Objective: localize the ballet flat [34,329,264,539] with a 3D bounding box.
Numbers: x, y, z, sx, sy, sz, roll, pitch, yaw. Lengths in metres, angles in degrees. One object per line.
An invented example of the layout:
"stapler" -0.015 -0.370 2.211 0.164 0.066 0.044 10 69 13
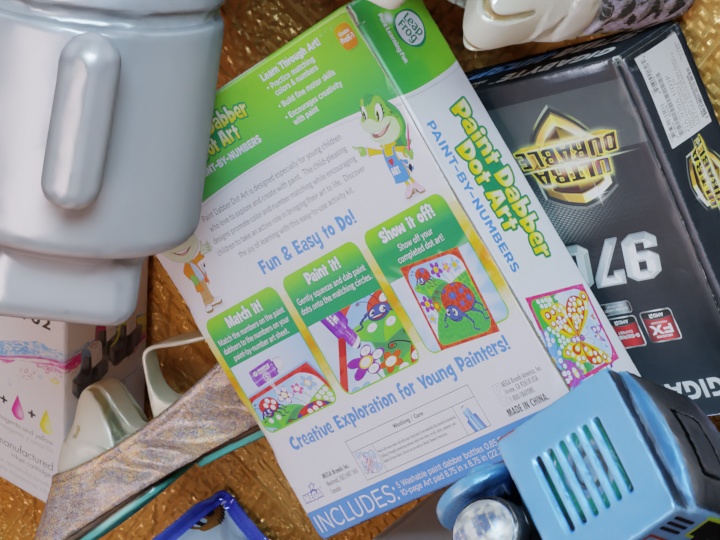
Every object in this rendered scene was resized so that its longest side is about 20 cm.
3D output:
"ballet flat" -0.096 0.072 1.445 0.200 0.068 0.067 -32 90 25

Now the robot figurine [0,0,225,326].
"robot figurine" -0.116 -0.080 1.241 0.170 0.113 0.200 -120 37 -71

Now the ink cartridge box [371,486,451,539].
"ink cartridge box" 0.025 0.238 1.399 0.145 0.145 0.200 37 136 18

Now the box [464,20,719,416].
"box" 0.079 -0.009 1.267 0.200 0.046 0.159 -11 107 46

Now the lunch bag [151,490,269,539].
"lunch bag" -0.117 0.236 1.487 0.124 0.200 0.170 41 135 16

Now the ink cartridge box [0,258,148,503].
"ink cartridge box" -0.168 0.005 1.485 0.115 0.068 0.200 26 130 27

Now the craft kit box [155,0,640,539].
"craft kit box" 0.000 0.000 1.280 0.200 0.049 0.198 -28 96 50

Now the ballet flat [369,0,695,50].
"ballet flat" 0.034 -0.121 1.156 0.200 0.072 0.072 21 136 -11

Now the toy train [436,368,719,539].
"toy train" 0.117 0.109 1.213 0.114 0.200 0.087 -35 59 21
